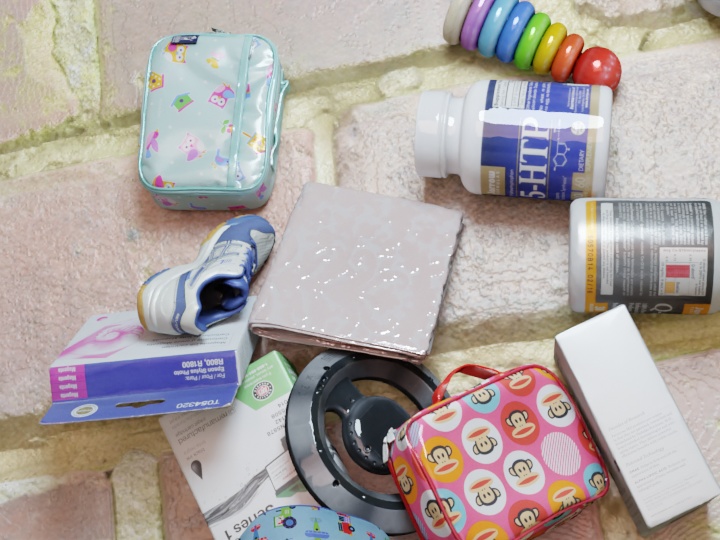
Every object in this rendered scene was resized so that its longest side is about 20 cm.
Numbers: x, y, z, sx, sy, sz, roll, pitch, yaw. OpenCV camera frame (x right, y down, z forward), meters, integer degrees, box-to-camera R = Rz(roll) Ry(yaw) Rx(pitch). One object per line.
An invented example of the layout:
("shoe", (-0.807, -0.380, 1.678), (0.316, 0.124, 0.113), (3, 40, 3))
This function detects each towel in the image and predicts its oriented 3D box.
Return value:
("towel", (0.000, 0.000, 1.266), (0.188, 0.032, 0.202), (11, 52, 11))

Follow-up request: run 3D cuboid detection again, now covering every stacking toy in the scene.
("stacking toy", (0.193, -0.250, 1.319), (0.198, 0.085, 0.086), (27, 80, 10))

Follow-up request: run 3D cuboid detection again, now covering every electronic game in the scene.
("electronic game", (0.018, 0.164, 1.203), (0.197, 0.042, 0.202), (13, 57, -20))

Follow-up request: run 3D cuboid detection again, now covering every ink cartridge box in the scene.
("ink cartridge box", (-0.093, 0.209, 1.230), (0.145, 0.084, 0.202), (-30, 72, 0))
("ink cartridge box", (-0.208, 0.087, 1.232), (0.193, 0.200, 0.044), (-6, 108, 6))

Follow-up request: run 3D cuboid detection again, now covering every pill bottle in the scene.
("pill bottle", (0.307, -0.014, 1.212), (0.197, 0.116, 0.118), (1, 75, 10))
("pill bottle", (0.160, -0.137, 1.268), (0.197, 0.120, 0.122), (4, 75, 10))

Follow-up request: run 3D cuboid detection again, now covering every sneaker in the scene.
("sneaker", (-0.137, 0.011, 1.256), (0.087, 0.076, 0.200), (11, 37, 33))

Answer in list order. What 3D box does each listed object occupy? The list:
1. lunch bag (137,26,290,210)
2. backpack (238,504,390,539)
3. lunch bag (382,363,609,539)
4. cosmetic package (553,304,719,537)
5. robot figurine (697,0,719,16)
("lunch bag", (-0.161, -0.170, 1.349), (0.158, 0.077, 0.203), (1, 75, 9))
("backpack", (-0.049, 0.326, 1.108), (0.180, 0.135, 0.202), (19, 106, -16))
("lunch bag", (0.126, 0.176, 1.168), (0.198, 0.082, 0.178), (-17, 71, -29))
("cosmetic package", (0.264, 0.146, 1.178), (0.080, 0.113, 0.202), (-26, 71, 1))
("robot figurine", (0.393, -0.355, 1.290), (0.168, 0.113, 0.203), (-14, 79, -34))
